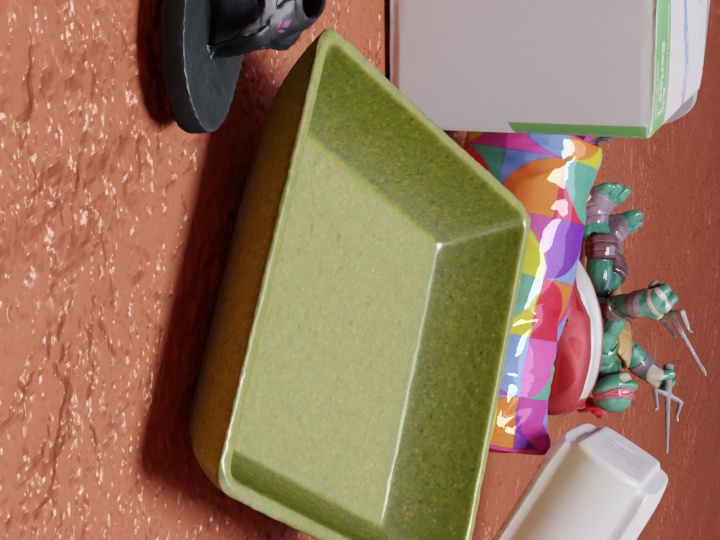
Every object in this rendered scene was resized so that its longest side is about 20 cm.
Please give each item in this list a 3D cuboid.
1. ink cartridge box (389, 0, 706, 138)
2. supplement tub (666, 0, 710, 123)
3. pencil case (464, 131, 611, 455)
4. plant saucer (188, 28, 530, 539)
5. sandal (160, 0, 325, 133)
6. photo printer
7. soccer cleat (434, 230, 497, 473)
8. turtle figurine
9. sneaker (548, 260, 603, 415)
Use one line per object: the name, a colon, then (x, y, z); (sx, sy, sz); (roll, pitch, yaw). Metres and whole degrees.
ink cartridge box: (0.114, -0.133, 1.017); (0.200, 0.144, 0.084); (-35, 127, -68)
supplement tub: (0.178, -0.213, 1.219); (0.132, 0.132, 0.201); (51, 46, -64)
pencil case: (0.089, 0.007, 1.031); (0.088, 0.088, 0.201); (16, 87, -71)
plant saucer: (-0.003, 0.027, 0.786); (0.200, 0.048, 0.201); (37, 60, -51)
sandal: (-0.035, -0.138, 0.720); (0.075, 0.048, 0.201); (73, 27, -47)
photo printer: (0.102, 0.191, 1.055); (0.200, 0.069, 0.166); (-58, 168, 5)
soccer cleat: (0.046, 0.048, 0.907); (0.084, 0.065, 0.201); (53, 43, -66)
turtle figurine: (0.209, 0.040, 1.410); (0.150, 0.100, 0.201); (86, -2, -69)
sneaker: (0.098, 0.002, 1.139); (0.115, 0.078, 0.201); (-14, 95, -61)
